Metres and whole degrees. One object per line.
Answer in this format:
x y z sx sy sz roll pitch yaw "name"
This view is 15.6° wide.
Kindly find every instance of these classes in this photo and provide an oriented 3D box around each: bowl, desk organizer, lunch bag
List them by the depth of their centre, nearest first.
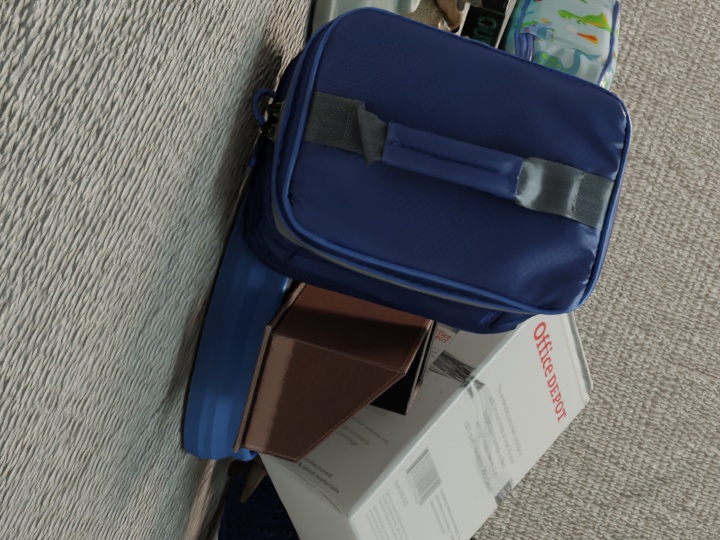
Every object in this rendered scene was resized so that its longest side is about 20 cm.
0.034 -0.054 1.373 0.132 0.199 0.137 154 -50 -72 "lunch bag"
-0.007 0.049 1.446 0.200 0.077 0.072 -57 163 -74 "desk organizer"
-0.052 0.014 1.507 0.201 0.039 0.202 16 90 -85 "bowl"
0.123 -0.107 1.853 0.200 0.082 0.161 -72 179 -63 "lunch bag"

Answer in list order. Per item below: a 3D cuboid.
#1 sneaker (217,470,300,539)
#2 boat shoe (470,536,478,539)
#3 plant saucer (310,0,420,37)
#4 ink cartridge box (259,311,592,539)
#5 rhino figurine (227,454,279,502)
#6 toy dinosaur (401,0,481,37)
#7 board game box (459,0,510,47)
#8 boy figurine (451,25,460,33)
-0.052 0.154 1.821 0.078 0.070 0.200 101 8 -45 "sneaker"
0.032 0.172 1.702 0.072 0.202 0.060 7 114 -49 "boat shoe"
0.022 -0.208 1.541 0.200 0.050 0.201 17 90 -85 "plant saucer"
0.044 0.093 1.614 0.200 0.085 0.146 -46 148 -17 "ink cartridge box"
-0.040 0.077 1.749 0.088 0.060 0.200 116 -2 -53 "rhino figurine"
0.032 -0.147 1.719 0.136 0.085 0.201 117 -20 -83 "toy dinosaur"
0.089 -0.182 1.833 0.200 0.028 0.136 108 1 -63 "board game box"
0.068 -0.263 1.812 0.124 0.064 0.201 -57 167 -73 "boy figurine"
